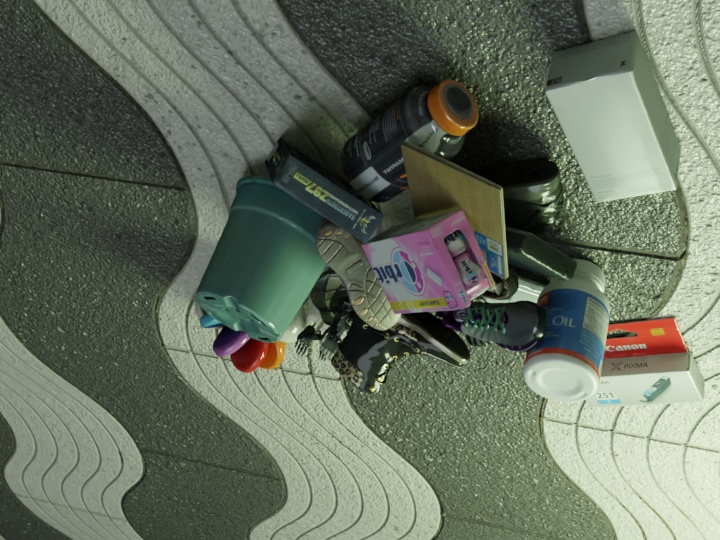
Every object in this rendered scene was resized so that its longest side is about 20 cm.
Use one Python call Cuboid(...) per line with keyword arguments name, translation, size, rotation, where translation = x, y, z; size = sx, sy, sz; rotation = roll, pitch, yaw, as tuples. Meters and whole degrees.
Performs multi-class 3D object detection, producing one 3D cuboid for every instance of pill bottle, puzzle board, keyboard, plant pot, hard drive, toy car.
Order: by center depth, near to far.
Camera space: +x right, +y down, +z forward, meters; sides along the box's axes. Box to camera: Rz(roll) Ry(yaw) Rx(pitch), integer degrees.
Cuboid(name="puzzle board", translation=(0.129, -0.079, 1.285), size=(0.150, 0.017, 0.201), rotation=(28, 157, 26))
Cuboid(name="pill bottle", translation=(0.069, -0.179, 1.317), size=(0.106, 0.107, 0.200), rotation=(36, 141, -20))
Cuboid(name="hard drive", translation=(0.193, -0.038, 1.395), size=(0.199, 0.033, 0.139), rotation=(18, 175, 45))
Cuboid(name="pill bottle", translation=(0.312, 0.085, 1.454), size=(0.111, 0.201, 0.113), rotation=(12, 142, 9))
Cuboid(name="plant pot", translation=(-0.148, -0.008, 1.514), size=(0.199, 0.197, 0.201), rotation=(22, 159, 9))
Cuboid(name="keyboard", translation=(0.231, 0.032, 1.519), size=(0.199, 0.011, 0.057), rotation=(18, 115, -24))
Cuboid(name="toy car", translation=(-0.210, 0.103, 1.758), size=(0.174, 0.151, 0.200), rotation=(-19, 128, 41))

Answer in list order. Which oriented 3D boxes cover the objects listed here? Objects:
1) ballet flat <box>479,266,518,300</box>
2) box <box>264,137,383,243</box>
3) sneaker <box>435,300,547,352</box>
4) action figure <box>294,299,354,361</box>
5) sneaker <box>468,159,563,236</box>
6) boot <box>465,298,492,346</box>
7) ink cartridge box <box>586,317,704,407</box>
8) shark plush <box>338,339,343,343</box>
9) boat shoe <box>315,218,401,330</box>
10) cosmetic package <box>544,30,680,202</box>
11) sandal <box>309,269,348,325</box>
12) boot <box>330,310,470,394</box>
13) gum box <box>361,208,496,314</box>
Cuboid(name="ballet flat", translation=(0.136, -0.001, 1.438), size=(0.198, 0.075, 0.068), rotation=(17, 105, 13))
Cuboid(name="box", translation=(-0.056, -0.118, 1.394), size=(0.157, 0.200, 0.051), rotation=(31, 99, -16))
Cuboid(name="sneaker", translation=(0.189, 0.078, 1.435), size=(0.087, 0.075, 0.200), rotation=(9, 173, -25))
Cuboid(name="action figure", translation=(-0.019, 0.114, 1.650), size=(0.118, 0.103, 0.199), rotation=(25, 150, -30))
Cuboid(name="sneaker", translation=(0.196, -0.090, 1.394), size=(0.198, 0.077, 0.115), rotation=(-6, 130, 22))
Cuboid(name="boot", translation=(0.148, 0.056, 1.594), size=(0.210, 0.080, 0.158), rotation=(-8, 135, 31))
Cuboid(name="ink cartridge box", translation=(0.447, 0.158, 1.614), size=(0.199, 0.045, 0.177), rotation=(-9, 135, 32))
Cuboid(name="shark plush", translation=(0.037, 0.120, 1.725), size=(0.090, 0.084, 0.200), rotation=(5, 134, -36))
Cuboid(name="boat shoe", translation=(0.000, 0.000, 1.458), size=(0.075, 0.072, 0.201), rotation=(-28, 114, 5))
Cuboid(name="cosmetic package", translation=(0.319, -0.187, 1.216), size=(0.112, 0.082, 0.201), rotation=(-7, 134, 31))
Cuboid(name="sandal", translation=(-0.043, 0.041, 1.688), size=(0.079, 0.058, 0.201), rotation=(6, 156, 3))
Cuboid(name="boot", translation=(0.060, 0.132, 1.552), size=(0.199, 0.073, 0.151), rotation=(29, 114, -4))
Cuboid(name="gum box", translation=(0.093, -0.009, 1.326), size=(0.200, 0.066, 0.114), rotation=(-10, 108, 63))
